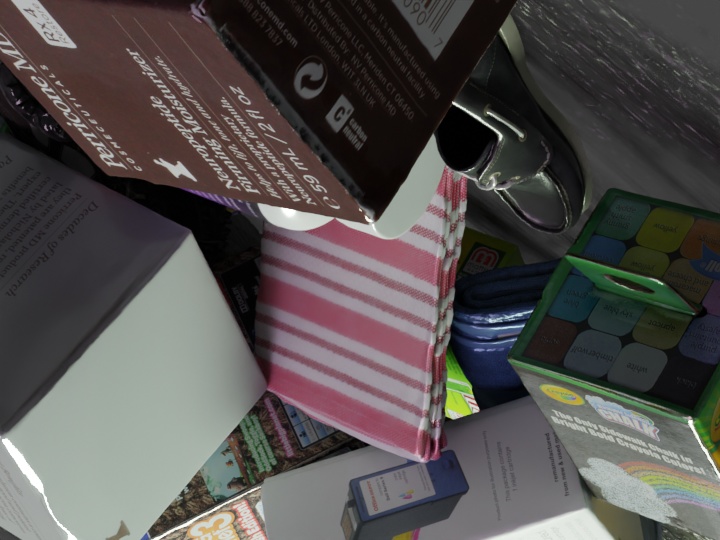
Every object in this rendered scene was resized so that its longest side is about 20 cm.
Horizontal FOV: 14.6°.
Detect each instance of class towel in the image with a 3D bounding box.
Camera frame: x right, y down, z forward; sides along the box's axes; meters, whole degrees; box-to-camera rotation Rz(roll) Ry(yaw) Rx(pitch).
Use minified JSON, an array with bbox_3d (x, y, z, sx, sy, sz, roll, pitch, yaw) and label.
[{"bbox_3d":[0.120,0.061,1.688,0.112,0.049,0.200,-12,147,10],"label":"towel"},{"bbox_3d":[0.000,0.000,1.642,0.146,0.030,0.200,22,116,39],"label":"towel"}]

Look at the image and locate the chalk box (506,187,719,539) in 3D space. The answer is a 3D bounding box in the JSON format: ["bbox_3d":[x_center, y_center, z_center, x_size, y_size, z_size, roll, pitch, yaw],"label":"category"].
[{"bbox_3d":[0.172,0.042,1.530,0.124,0.124,0.200,18,155,35],"label":"chalk box"}]

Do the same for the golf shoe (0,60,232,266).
[{"bbox_3d":[-0.154,-0.076,1.693,0.094,0.078,0.200,17,149,55],"label":"golf shoe"}]

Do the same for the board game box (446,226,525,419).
[{"bbox_3d":[0.066,0.037,1.775,0.102,0.048,0.200,20,157,26],"label":"board game box"}]

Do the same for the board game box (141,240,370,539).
[{"bbox_3d":[-0.074,0.089,1.776,0.160,0.200,0.097,64,180,32],"label":"board game box"}]

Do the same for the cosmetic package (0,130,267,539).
[{"bbox_3d":[-0.197,0.044,1.659,0.200,0.166,0.167,27,156,32],"label":"cosmetic package"}]

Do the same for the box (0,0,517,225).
[{"bbox_3d":[-0.061,-0.144,1.364,0.200,0.164,0.166,11,152,44],"label":"box"}]

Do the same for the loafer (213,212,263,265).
[{"bbox_3d":[-0.121,-0.012,1.825,0.200,0.070,0.075,29,-158,-43],"label":"loafer"}]

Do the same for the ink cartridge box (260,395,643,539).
[{"bbox_3d":[0.058,0.160,1.701,0.200,0.088,0.145,-16,148,14],"label":"ink cartridge box"}]

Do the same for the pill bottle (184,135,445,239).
[{"bbox_3d":[-0.056,-0.087,1.565,0.200,0.111,0.111,21,158,27],"label":"pill bottle"}]

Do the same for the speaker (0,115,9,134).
[{"bbox_3d":[-0.243,-0.084,1.843,0.088,0.088,0.200,24,169,18],"label":"speaker"}]

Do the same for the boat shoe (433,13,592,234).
[{"bbox_3d":[0.064,-0.075,1.493,0.072,0.068,0.200,15,156,34],"label":"boat shoe"}]

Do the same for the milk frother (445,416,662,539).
[{"bbox_3d":[0.070,0.209,1.928,0.180,0.200,0.188,24,165,-27],"label":"milk frother"}]

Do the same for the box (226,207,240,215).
[{"bbox_3d":[-0.131,-0.111,1.725,0.200,0.038,0.137,38,159,-16],"label":"box"}]
